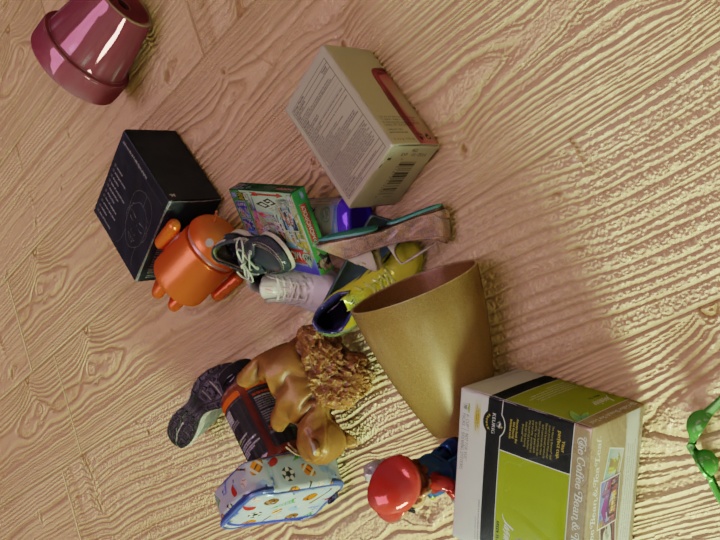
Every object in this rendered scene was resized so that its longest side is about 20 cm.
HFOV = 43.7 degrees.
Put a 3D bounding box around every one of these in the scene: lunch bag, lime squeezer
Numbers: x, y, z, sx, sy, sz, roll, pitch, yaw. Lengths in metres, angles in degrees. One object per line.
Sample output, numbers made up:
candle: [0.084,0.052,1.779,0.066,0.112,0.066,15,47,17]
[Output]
lunch bag: [-0.129,0.360,1.456,0.161,0.197,0.077,-49,49,37]
lime squeezer: [0.405,0.201,1.017,0.069,0.038,0.206,0,96,13]

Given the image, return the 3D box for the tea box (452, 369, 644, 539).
tea box: [0.231,0.251,1.120,0.194,0.132,0.205,13,105,44]

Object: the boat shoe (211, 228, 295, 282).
boat shoe: [-0.174,-0.025,1.425,0.198,0.061,0.076,19,133,50]

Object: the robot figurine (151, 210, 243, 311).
robot figurine: [-0.290,-0.018,1.597,0.200,0.116,0.145,-42,73,20]

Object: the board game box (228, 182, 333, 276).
board game box: [-0.126,-0.068,1.403,0.198,0.029,0.137,10,125,54]

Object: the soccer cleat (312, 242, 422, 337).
soccer cleat: [0.011,0.033,1.318,0.199,0.083,0.065,-39,76,19]

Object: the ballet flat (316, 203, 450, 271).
ballet flat: [0.035,-0.037,1.271,0.195,0.068,0.069,-15,97,11]

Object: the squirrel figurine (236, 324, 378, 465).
squirrel figurine: [-0.068,0.196,1.400,0.200,0.140,0.189,-44,58,30]

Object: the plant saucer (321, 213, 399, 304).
plant saucer: [0.000,0.000,1.362,0.202,0.069,0.019,-61,32,28]

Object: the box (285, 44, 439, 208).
box: [0.000,-0.209,1.304,0.128,0.108,0.202,-51,61,36]

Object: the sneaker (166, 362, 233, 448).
sneaker: [-0.283,0.242,1.675,0.074,0.079,0.200,46,109,9]

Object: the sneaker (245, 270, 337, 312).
sneaker: [-0.113,0.032,1.455,0.197,0.098,0.080,8,102,44]

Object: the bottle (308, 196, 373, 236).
bottle: [-0.066,-0.073,1.418,0.197,0.065,0.086,2,103,45]

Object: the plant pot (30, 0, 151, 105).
plant pot: [-0.504,-0.455,1.732,0.179,0.199,0.202,-41,67,22]

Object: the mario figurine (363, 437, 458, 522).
mario figurine: [0.082,0.296,1.227,0.122,0.197,0.109,-23,79,44]

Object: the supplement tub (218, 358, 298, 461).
supplement tub: [-0.172,0.252,1.538,0.107,0.105,0.202,-52,57,35]

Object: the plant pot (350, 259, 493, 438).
plant pot: [0.105,0.114,1.213,0.184,0.185,0.204,-16,97,44]

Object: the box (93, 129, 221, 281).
box: [-0.385,-0.124,1.689,0.201,0.122,0.198,52,129,27]
